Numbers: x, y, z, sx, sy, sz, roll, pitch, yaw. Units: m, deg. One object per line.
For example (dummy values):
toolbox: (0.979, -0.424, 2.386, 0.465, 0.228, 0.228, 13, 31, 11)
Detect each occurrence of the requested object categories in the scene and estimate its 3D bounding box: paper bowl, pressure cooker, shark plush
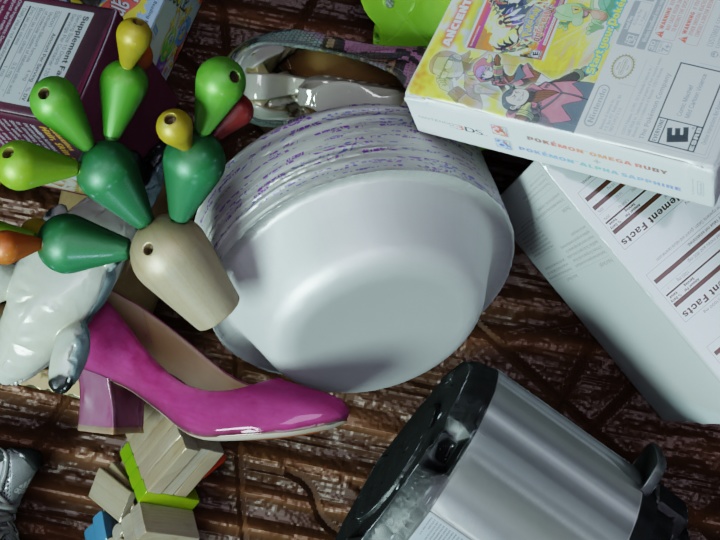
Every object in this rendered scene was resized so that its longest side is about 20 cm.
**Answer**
paper bowl: (0.000, 0.000, 0.783, 0.200, 0.201, 0.105, -15, 51, -3)
pressure cooker: (0.099, 0.179, 0.786, 0.200, 0.176, 0.179, 35, 56, -1)
shark plush: (-0.177, -0.016, 0.780, 0.091, 0.083, 0.201, 25, 87, 5)

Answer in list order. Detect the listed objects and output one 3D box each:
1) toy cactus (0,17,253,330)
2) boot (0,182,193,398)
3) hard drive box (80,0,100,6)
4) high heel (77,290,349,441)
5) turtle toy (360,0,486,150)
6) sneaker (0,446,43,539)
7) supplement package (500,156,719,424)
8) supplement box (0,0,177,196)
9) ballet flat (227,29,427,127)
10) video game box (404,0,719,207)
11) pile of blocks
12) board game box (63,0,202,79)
toy cactus: (-0.131, -0.039, 0.695, 0.200, 0.102, 0.165, -33, 111, 8)
boot: (-0.209, -0.018, 0.859, 0.175, 0.066, 0.201, 15, 84, -12)
hard drive box: (-0.204, -0.290, 0.767, 0.200, 0.077, 0.156, 37, 88, 3)
high heel: (-0.098, 0.056, 0.770, 0.199, 0.067, 0.097, -1, 85, 23)
turtle toy: (0.064, -0.167, 0.854, 0.200, 0.101, 0.146, 47, 124, 12)
sneaker: (-0.236, 0.179, 0.820, 0.200, 0.075, 0.116, 35, 78, 15)
supplement package: (0.212, -0.023, 0.805, 0.147, 0.191, 0.200, -39, 87, -6)
supplement box: (-0.237, -0.120, 0.808, 0.199, 0.110, 0.086, 12, 70, 18)
ballet flat: (-0.030, -0.122, 0.823, 0.199, 0.071, 0.069, 9, 111, 31)
video game box: (0.147, -0.148, 0.714, 0.182, 0.047, 0.200, 19, 69, 22)
pile of blocks: (-0.146, 0.181, 0.849, 0.062, 0.082, 0.201, 21, 94, -42)
board game box: (-0.216, -0.218, 0.855, 0.199, 0.105, 0.103, 23, 83, 1)
